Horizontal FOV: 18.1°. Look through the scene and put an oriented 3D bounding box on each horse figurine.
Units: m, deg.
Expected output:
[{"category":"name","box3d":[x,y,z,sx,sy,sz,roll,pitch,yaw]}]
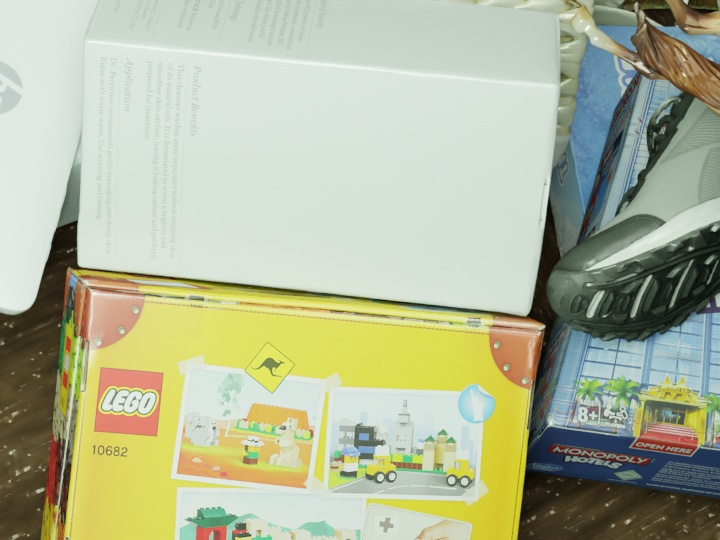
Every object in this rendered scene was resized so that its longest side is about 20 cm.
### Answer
[{"category":"horse figurine","box3d":[0.175,-0.110,0.993,0.132,0.050,0.200,33,39,10]}]

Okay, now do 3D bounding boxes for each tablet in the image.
[{"category":"tablet","box3d":[-0.184,-0.084,0.999,0.129,0.014,0.201,16,62,-8]}]

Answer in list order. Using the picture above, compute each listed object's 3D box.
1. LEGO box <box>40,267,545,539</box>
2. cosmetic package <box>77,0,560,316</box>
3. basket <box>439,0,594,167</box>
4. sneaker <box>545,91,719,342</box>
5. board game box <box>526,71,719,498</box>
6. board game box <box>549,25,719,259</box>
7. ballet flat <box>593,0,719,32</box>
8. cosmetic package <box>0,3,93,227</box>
[{"category":"LEGO box","box3d":[-0.032,0.083,0.969,0.198,0.077,0.150,6,93,-13]},{"category":"cosmetic package","box3d":[-0.017,-0.056,0.961,0.198,0.114,0.081,7,30,-1]},{"category":"basket","box3d":[0.023,-0.153,1.071,0.134,0.124,0.201,0,39,-16]},{"category":"sneaker","box3d":[0.149,-0.037,1.008,0.200,0.074,0.079,-34,67,-32]},{"category":"board game box","box3d":[0.176,0.005,1.064,0.198,0.062,0.201,8,64,-10]},{"category":"board game box","box3d":[0.196,-0.028,1.145,0.197,0.043,0.201,-1,66,-15]},{"category":"ballet flat","box3d":[0.177,-0.153,1.189,0.198,0.071,0.071,0,64,-10]},{"category":"cosmetic package","box3d":[-0.204,-0.056,1.028,0.199,0.074,0.102,-21,72,-22]}]
